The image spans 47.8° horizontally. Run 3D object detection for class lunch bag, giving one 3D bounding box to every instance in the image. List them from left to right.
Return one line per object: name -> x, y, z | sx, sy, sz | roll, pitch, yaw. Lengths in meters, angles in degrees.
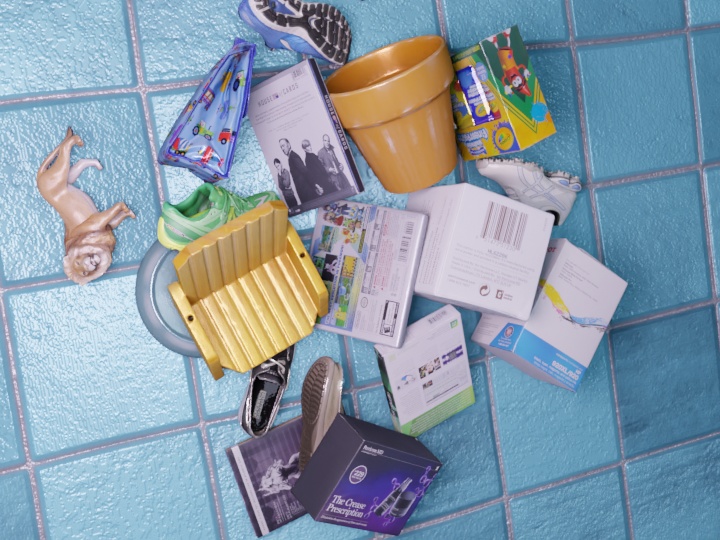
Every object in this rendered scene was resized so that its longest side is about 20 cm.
lunch bag -> -0.207, -0.235, 1.147 | 0.093, 0.150, 0.203 | 21, 86, -19

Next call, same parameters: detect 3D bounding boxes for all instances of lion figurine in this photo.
lion figurine -> -0.399, -0.089, 1.139 | 0.122, 0.072, 0.201 | -34, 88, -7

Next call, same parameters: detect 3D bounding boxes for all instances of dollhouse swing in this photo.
dollhouse swing -> -0.147, 0.030, 1.125 | 0.198, 0.176, 0.184 | -29, 90, -17

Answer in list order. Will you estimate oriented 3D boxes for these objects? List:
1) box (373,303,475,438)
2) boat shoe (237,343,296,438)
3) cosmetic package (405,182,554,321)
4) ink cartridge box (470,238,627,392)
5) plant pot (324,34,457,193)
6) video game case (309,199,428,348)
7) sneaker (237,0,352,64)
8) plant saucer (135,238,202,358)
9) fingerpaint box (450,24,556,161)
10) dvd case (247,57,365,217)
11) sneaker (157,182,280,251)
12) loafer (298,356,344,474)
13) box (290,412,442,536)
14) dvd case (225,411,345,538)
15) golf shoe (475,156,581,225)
box -> 0.105, 0.166, 1.289 | 0.143, 0.036, 0.202 | -26, 127, -16
boat shoe -> -0.135, 0.154, 1.234 | 0.070, 0.064, 0.204 | 13, 86, -18
cosmetic package -> 0.165, -0.029, 1.259 | 0.165, 0.200, 0.169 | 16, 88, -19
ink cartridge box -> 0.310, 0.067, 1.342 | 0.143, 0.147, 0.202 | 30, 83, -18
plant pot -> 0.062, -0.227, 1.231 | 0.198, 0.200, 0.185 | -31, 117, -15
video game case -> 0.000, 0.000, 1.237 | 0.180, 0.022, 0.204 | 11, 89, 25
sneaker -> -0.096, -0.367, 1.222 | 0.198, 0.088, 0.080 | 20, 79, -38
plant saucer -> -0.233, 0.028, 1.207 | 0.197, 0.027, 0.204 | 1, 87, -18
fingerpaint box -> 0.197, -0.266, 1.260 | 0.073, 0.200, 0.169 | -26, 101, -15
dvd case -> -0.088, -0.191, 1.199 | 0.025, 0.149, 0.203 | -32, 104, -49
sneaker -> -0.197, -0.085, 1.173 | 0.198, 0.074, 0.085 | -19, 128, -34
loafer -> -0.051, 0.229, 1.250 | 0.067, 0.075, 0.204 | 2, 104, -30
box -> 0.013, 0.313, 1.234 | 0.199, 0.079, 0.143 | 27, 95, -44
dvd case -> -0.097, 0.309, 1.280 | 0.197, 0.016, 0.151 | -22, 99, -18
golf shoe -> 0.277, -0.132, 1.363 | 0.197, 0.078, 0.099 | 14, 94, -18
